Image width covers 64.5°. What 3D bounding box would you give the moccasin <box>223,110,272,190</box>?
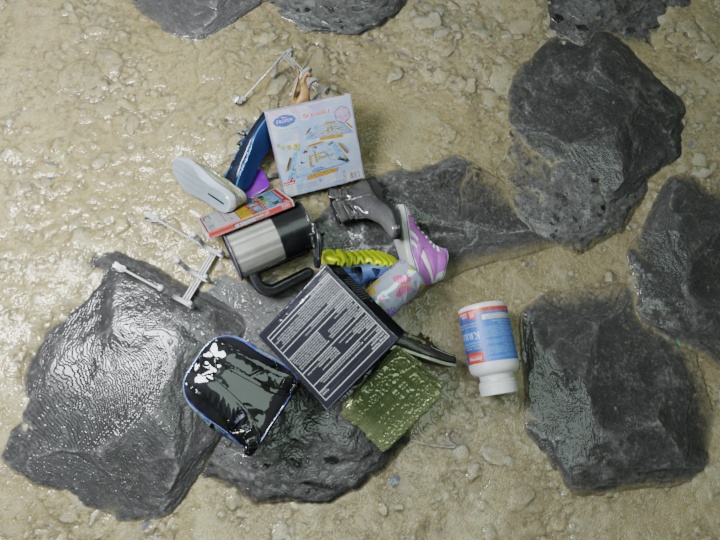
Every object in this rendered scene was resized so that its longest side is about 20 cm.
[{"bbox_3d":[-0.263,-0.285,1.325,0.068,0.080,0.200,26,83,27],"label":"moccasin"}]

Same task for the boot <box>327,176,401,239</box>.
[{"bbox_3d":[0.006,-0.129,1.330,0.131,0.070,0.200,-19,50,-12],"label":"boot"}]

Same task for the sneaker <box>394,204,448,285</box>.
[{"bbox_3d":[0.145,-0.064,1.351,0.114,0.073,0.201,-12,87,-16],"label":"sneaker"}]

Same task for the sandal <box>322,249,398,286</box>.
[{"bbox_3d":[0.000,0.000,1.312,0.199,0.080,0.087,2,111,-16],"label":"sandal"}]

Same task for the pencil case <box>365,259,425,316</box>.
[{"bbox_3d":[0.051,0.069,1.243,0.200,0.083,0.091,-45,105,-12],"label":"pencil case"}]

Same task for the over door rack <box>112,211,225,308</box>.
[{"bbox_3d":[-0.418,-0.026,1.240,0.200,0.067,0.148,27,71,-1],"label":"over door rack"}]

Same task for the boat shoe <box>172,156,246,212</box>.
[{"bbox_3d":[-0.348,-0.196,1.307,0.200,0.072,0.062,38,33,17],"label":"boat shoe"}]

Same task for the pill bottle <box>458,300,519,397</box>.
[{"bbox_3d":[0.291,0.176,1.278,0.112,0.112,0.201,-6,74,-11],"label":"pill bottle"}]

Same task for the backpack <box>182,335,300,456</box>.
[{"bbox_3d":[-0.249,0.239,1.156,0.200,0.147,0.183,35,73,-2],"label":"backpack"}]

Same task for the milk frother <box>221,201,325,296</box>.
[{"bbox_3d":[-0.181,-0.051,1.222,0.188,0.200,0.181,-25,80,-14],"label":"milk frother"}]

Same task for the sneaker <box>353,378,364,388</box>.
[{"bbox_3d":[-0.072,0.182,1.234,0.200,0.085,0.075,29,71,0],"label":"sneaker"}]

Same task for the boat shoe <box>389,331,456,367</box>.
[{"bbox_3d":[0.123,0.166,1.276,0.201,0.072,0.061,17,76,-1],"label":"boat shoe"}]

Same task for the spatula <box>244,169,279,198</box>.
[{"bbox_3d":[-0.191,-0.235,1.366,0.200,0.021,0.057,-26,75,-16],"label":"spatula"}]

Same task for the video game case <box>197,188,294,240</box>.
[{"bbox_3d":[-0.258,-0.129,1.272,0.200,0.143,0.017,-24,115,-14],"label":"video game case"}]

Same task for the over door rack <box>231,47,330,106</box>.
[{"bbox_3d":[-0.193,-0.426,1.404,0.200,0.067,0.148,-44,85,-4],"label":"over door rack"}]

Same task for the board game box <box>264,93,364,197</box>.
[{"bbox_3d":[-0.103,-0.290,1.327,0.199,0.041,0.200,-15,114,-12],"label":"board game box"}]

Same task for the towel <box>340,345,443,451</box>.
[{"bbox_3d":[0.069,0.277,1.231,0.148,0.036,0.200,43,88,-1],"label":"towel"}]

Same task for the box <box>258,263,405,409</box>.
[{"bbox_3d":[-0.053,0.127,1.129,0.200,0.123,0.198,-46,81,8],"label":"box"}]

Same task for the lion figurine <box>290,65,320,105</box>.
[{"bbox_3d":[-0.104,-0.381,1.357,0.200,0.073,0.123,31,103,-23],"label":"lion figurine"}]
